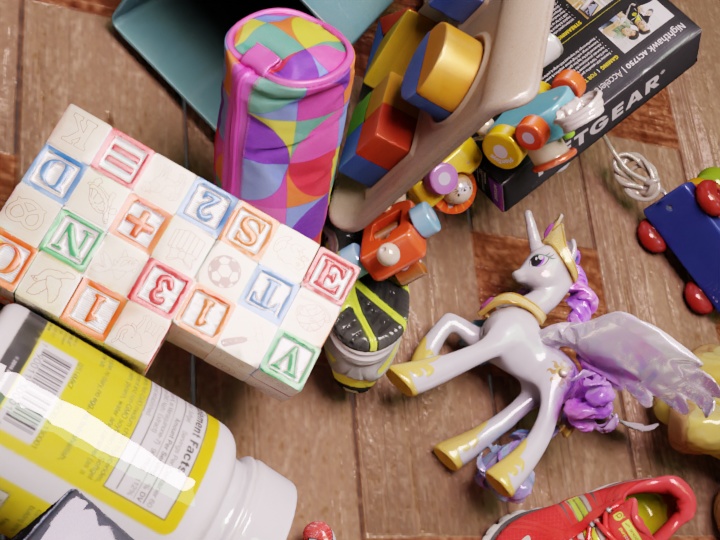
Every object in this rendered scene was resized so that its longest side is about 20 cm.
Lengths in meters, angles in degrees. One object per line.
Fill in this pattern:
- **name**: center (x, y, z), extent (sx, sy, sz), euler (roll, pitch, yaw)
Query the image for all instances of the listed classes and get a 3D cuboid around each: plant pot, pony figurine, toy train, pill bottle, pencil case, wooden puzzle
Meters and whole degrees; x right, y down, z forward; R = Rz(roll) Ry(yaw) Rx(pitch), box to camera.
- **plant pot**: center (-0.050, -0.215, 0.859), extent (0.141, 0.141, 0.200), euler (46, 44, -4)
- **pony figurine**: center (0.140, 0.073, 0.843), extent (0.193, 0.167, 0.200), euler (46, 67, 5)
- **toy train**: center (0.305, -0.066, 1.043), extent (0.200, 0.085, 0.116), euler (53, 42, 1)
- **pill bottle**: center (-0.144, 0.116, 0.655), extent (0.200, 0.114, 0.114), euler (33, 54, -14)
- **toy train**: center (0.082, -0.056, 0.777), extent (0.056, 0.200, 0.150), euler (54, 14, -20)
- **pencil case**: center (-0.057, -0.068, 0.746), extent (0.088, 0.200, 0.089), euler (7, 41, -6)
- **wooden puzzle**: center (0.045, -0.140, 0.740), extent (0.046, 0.200, 0.186), euler (28, 57, -22)

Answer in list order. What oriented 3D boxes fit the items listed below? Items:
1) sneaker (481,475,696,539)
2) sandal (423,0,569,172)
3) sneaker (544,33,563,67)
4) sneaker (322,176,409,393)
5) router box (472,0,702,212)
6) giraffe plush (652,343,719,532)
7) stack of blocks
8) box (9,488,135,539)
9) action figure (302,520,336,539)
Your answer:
- **sneaker**: center (0.166, 0.191, 0.826), extent (0.200, 0.085, 0.077), euler (-19, 78, -36)
- **sandal**: center (0.105, -0.150, 0.974), extent (0.079, 0.059, 0.207), euler (3, 49, -49)
- **sneaker**: center (0.095, -0.229, 0.862), extent (0.088, 0.074, 0.201), euler (-18, 75, 4)
- **sneaker**: center (0.000, 0.000, 0.830), extent (0.075, 0.077, 0.200), euler (14, 43, -1)
- **router box**: center (0.139, -0.163, 0.892), extent (0.200, 0.051, 0.149), euler (-37, 66, -6)
- **giraffe plush**: center (0.342, 0.162, 0.921), extent (0.172, 0.199, 0.163), euler (-31, 119, -50)
- **stack of blocks**: center (-0.115, 0.005, 0.687), extent (0.200, 0.059, 0.115), euler (29, 72, -8)
- **box**: center (-0.132, 0.235, 0.553), extent (0.200, 0.197, 0.124), euler (44, 53, -7)
- **action figure**: center (0.019, 0.250, 0.734), extent (0.065, 0.052, 0.200), euler (-29, 82, -32)
